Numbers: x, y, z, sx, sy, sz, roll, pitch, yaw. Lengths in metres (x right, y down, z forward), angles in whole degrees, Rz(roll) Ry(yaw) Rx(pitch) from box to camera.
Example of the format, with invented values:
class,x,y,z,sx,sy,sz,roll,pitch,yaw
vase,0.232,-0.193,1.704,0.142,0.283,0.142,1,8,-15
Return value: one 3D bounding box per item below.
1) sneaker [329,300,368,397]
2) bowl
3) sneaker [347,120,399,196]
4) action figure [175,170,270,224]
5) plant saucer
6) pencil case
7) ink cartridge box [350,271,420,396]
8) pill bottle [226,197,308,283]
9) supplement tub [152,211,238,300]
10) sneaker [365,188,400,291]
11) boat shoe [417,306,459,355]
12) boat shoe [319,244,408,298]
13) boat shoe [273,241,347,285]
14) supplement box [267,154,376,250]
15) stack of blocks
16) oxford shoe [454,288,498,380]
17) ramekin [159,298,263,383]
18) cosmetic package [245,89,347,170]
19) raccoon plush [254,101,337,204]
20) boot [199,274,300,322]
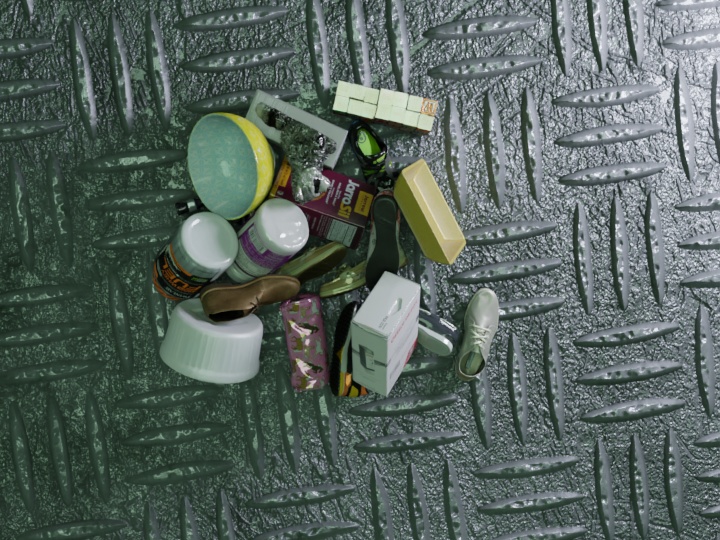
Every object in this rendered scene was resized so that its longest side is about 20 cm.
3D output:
class,x,y,z,sx,sy,sz,roll,pitch,yaw
sneaker,-0.006,0.166,1.621,0.089,0.070,0.203,9,92,-23
bowl,-0.228,-0.207,1.486,0.199,0.107,0.203,15,115,36
sneaker,0.033,-0.212,1.573,0.070,0.083,0.201,-29,97,0
action figure,-0.274,-0.142,1.578,0.198,0.069,0.131,-20,88,-4
plant saucer,0.132,-0.113,1.541,0.048,0.200,0.201,-25,96,21
pencil case,-0.113,0.147,1.588,0.085,0.083,0.202,-4,104,16
ink cartridge box,0.049,0.125,1.510,0.084,0.201,0.146,23,54,17
pill bottle,-0.192,-0.050,1.520,0.111,0.200,0.114,16,59,-29
supplement tub,-0.328,-0.021,1.512,0.121,0.200,0.124,15,60,-27
sneaker,0.050,-0.063,1.552,0.066,0.108,0.204,4,110,5
boat shoe,0.111,0.104,1.617,0.199,0.076,0.061,33,55,5
boat shoe,0.000,0.000,1.601,0.198,0.073,0.063,-24,89,-11
boat shoe,-0.118,-0.013,1.571,0.200,0.073,0.064,-32,68,25
supplement box,-0.080,-0.136,1.552,0.198,0.086,0.111,19,57,-4
stack of blocks,0.046,-0.325,1.548,0.198,0.115,0.059,13,94,-3
oxford shoe,0.248,0.138,1.626,0.074,0.058,0.202,15,93,-1
ramekin,-0.287,0.132,1.524,0.198,0.201,0.099,15,107,-3
cosmetic package,-0.128,-0.278,1.550,0.198,0.107,0.091,22,93,-6
raccoon plush,-0.134,-0.214,1.471,0.199,0.097,0.135,31,95,25
boot,-0.208,0.060,1.506,0.198,0.076,0.074,-10,130,-17
